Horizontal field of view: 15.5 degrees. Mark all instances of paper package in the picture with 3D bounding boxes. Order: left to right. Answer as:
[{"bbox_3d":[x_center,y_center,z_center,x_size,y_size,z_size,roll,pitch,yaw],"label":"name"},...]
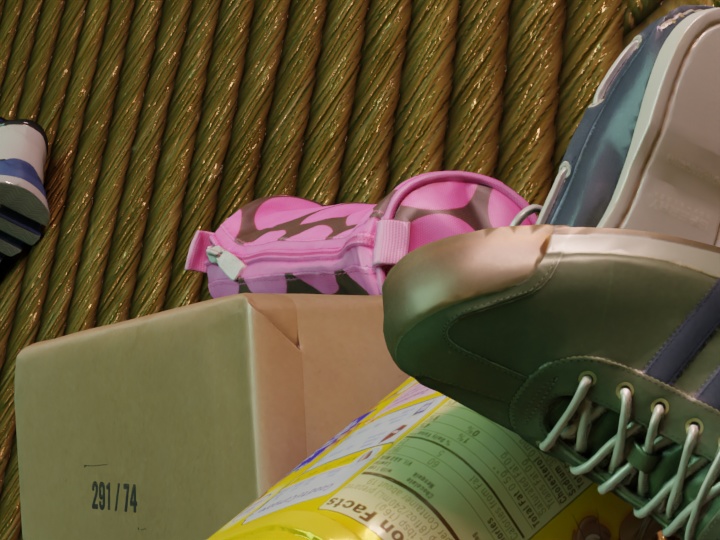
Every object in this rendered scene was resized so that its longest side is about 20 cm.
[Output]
[{"bbox_3d":[-0.043,0.109,1.006,0.200,0.103,0.191,-15,77,55],"label":"paper package"}]

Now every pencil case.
[{"bbox_3d":[0.000,0.000,1.175,0.200,0.094,0.091,-9,58,63],"label":"pencil case"}]

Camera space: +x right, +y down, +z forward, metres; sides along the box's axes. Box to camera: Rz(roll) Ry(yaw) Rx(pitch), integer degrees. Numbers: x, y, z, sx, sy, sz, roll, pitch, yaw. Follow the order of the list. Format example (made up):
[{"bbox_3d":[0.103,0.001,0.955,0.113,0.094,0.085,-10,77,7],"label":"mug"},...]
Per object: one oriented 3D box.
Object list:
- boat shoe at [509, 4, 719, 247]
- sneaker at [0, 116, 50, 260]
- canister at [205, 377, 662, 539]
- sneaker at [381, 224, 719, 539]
[{"bbox_3d":[0.094,-0.008,0.996,0.062,0.075,0.200,10,79,67],"label":"boat shoe"},{"bbox_3d":[-0.275,-0.046,1.868,0.199,0.080,0.115,-35,32,38],"label":"sneaker"},{"bbox_3d":[0.028,0.080,0.847,0.200,0.087,0.148,-37,5,-35],"label":"canister"},{"bbox_3d":[0.105,0.048,0.762,0.067,0.200,0.090,118,157,-48],"label":"sneaker"}]
